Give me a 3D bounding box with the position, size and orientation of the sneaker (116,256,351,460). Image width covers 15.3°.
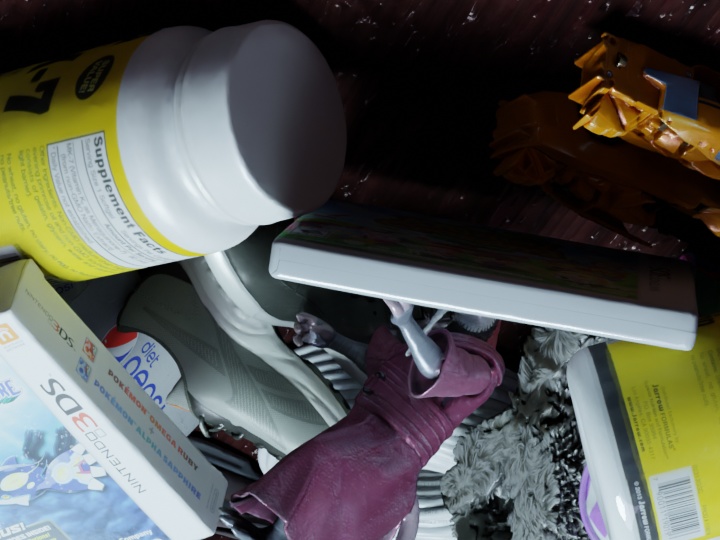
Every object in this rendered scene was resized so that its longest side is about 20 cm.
[{"bbox_3d":[-0.057,0.074,1.509,0.200,0.079,0.074,49,174,-1],"label":"sneaker"}]

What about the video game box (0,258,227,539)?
[{"bbox_3d":[-0.201,0.096,1.409,0.199,0.047,0.182,-21,123,28],"label":"video game box"}]

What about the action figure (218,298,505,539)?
[{"bbox_3d":[0.023,0.082,1.380,0.149,0.200,0.134,46,174,-9],"label":"action figure"}]

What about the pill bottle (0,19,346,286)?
[{"bbox_3d":[-0.112,-0.058,1.338,0.199,0.115,0.114,-11,144,36],"label":"pill bottle"}]

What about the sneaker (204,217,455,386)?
[{"bbox_3d":[0.000,0.000,1.455,0.099,0.071,0.200,-16,144,33],"label":"sneaker"}]

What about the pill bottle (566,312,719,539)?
[{"bbox_3d":[0.208,0.070,1.317,0.199,0.113,0.112,-14,149,2],"label":"pill bottle"}]

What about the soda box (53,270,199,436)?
[{"bbox_3d":[-0.153,0.044,1.569,0.063,0.068,0.200,36,163,28],"label":"soda box"}]

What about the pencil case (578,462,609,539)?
[{"bbox_3d":[0.185,0.117,1.477,0.084,0.086,0.200,-24,167,22],"label":"pencil case"}]

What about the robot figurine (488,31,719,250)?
[{"bbox_3d":[0.170,-0.043,1.311,0.199,0.059,0.145,24,152,-21],"label":"robot figurine"}]

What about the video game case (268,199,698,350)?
[{"bbox_3d":[0.065,-0.001,1.310,0.199,0.022,0.182,10,-172,5],"label":"video game case"}]

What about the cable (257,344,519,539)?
[{"bbox_3d":[0.034,0.112,1.635,0.199,0.070,0.200,3,151,16],"label":"cable"}]

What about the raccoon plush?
[{"bbox_3d":[0.139,0.109,1.517,0.134,0.097,0.201,10,121,-43],"label":"raccoon plush"}]

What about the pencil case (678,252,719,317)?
[{"bbox_3d":[0.242,0.059,1.445,0.199,0.089,0.088,21,150,-14],"label":"pencil case"}]

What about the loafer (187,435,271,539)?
[{"bbox_3d":[-0.062,0.173,1.790,0.199,0.063,0.072,25,149,-23],"label":"loafer"}]
